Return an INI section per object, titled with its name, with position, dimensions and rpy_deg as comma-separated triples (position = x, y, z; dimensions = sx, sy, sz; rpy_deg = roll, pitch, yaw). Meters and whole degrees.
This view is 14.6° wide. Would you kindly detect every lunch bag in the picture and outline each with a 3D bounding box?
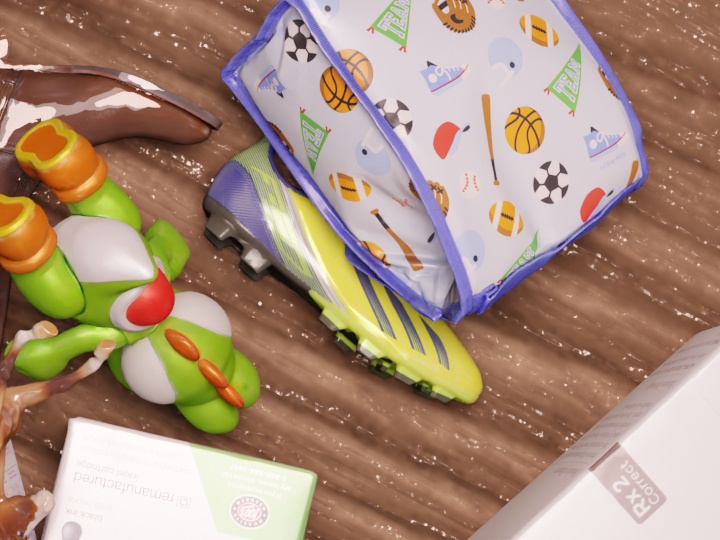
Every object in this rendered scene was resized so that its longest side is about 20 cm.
[lunch bag]
position = 0.049, -0.086, 1.590
dimensions = 0.170, 0.124, 0.200
rpy_deg = -36, 86, -32

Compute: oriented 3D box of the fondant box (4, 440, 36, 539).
[fondant box]
position = -0.276, 0.079, 1.562
dimensions = 0.144, 0.058, 0.201
rpy_deg = -13, 96, 11

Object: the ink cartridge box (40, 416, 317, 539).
[ink cartridge box]
position = -0.117, 0.196, 1.590
dimensions = 0.145, 0.084, 0.201
rpy_deg = 13, 84, -5

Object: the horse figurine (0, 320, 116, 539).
[horse figurine]
position = -0.227, 0.054, 1.479
dimensions = 0.199, 0.050, 0.133
rpy_deg = 31, 116, -19

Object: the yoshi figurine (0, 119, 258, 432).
[yoshi figurine]
position = -0.139, 0.013, 1.565
dimensions = 0.112, 0.112, 0.200
rpy_deg = -28, 123, 20

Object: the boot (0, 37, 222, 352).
[boot]
position = -0.191, -0.024, 1.613
dimensions = 0.185, 0.064, 0.201
rpy_deg = 15, 86, -1

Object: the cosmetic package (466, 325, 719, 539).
[cosmetic package]
position = 0.188, 0.153, 1.584
dimensions = 0.200, 0.165, 0.165
rpy_deg = -42, 90, -7

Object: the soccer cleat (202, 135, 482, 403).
[soccer cleat]
position = 0.000, 0.000, 1.628
dimensions = 0.200, 0.065, 0.084
rpy_deg = 39, 81, -1
